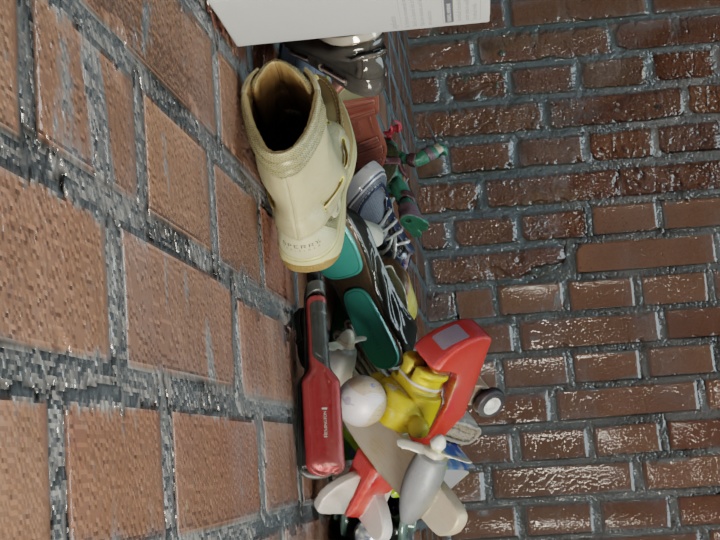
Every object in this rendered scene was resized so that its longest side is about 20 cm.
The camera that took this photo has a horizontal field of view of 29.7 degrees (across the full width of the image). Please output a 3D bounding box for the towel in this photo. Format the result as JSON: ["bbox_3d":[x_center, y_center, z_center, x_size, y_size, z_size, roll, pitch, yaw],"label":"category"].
[{"bbox_3d":[0.053,0.118,1.428,0.133,0.034,0.200,51,11,24],"label":"towel"}]

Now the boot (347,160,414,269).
[{"bbox_3d":[0.023,-0.051,1.495,0.090,0.073,0.200,44,-8,9],"label":"boot"}]

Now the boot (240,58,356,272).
[{"bbox_3d":[-0.051,-0.122,1.106,0.156,0.072,0.202,76,14,-52],"label":"boot"}]

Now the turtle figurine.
[{"bbox_3d":[0.049,-0.127,1.945,0.150,0.100,0.201,-44,-148,41],"label":"turtle figurine"}]

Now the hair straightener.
[{"bbox_3d":[-0.048,0.083,1.190,0.077,0.040,0.202,133,-50,-69],"label":"hair straightener"}]

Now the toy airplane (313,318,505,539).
[{"bbox_3d":[0.020,0.142,1.224,0.141,0.199,0.201,33,56,-44],"label":"toy airplane"}]

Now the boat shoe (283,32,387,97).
[{"bbox_3d":[-0.029,-0.194,1.180,0.200,0.066,0.058,-139,-145,-63],"label":"boat shoe"}]

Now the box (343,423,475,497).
[{"bbox_3d":[0.042,0.172,1.396,0.122,0.048,0.200,50,9,19],"label":"box"}]

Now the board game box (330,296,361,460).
[{"bbox_3d":[-0.007,0.100,1.532,0.201,0.029,0.136,-83,166,-62],"label":"board game box"}]

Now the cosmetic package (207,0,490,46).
[{"bbox_3d":[-0.011,-0.282,0.979,0.123,0.198,0.202,59,27,-82],"label":"cosmetic package"}]

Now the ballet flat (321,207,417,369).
[{"bbox_3d":[0.000,0.000,1.318,0.068,0.068,0.201,-45,118,-46],"label":"ballet flat"}]

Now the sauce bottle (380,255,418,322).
[{"bbox_3d":[0.034,0.041,1.526,0.200,0.065,0.067,62,24,-69],"label":"sauce bottle"}]

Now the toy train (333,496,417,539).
[{"bbox_3d":[0.013,0.278,1.380,0.200,0.084,0.115,16,81,-85],"label":"toy train"}]

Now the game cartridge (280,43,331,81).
[{"bbox_3d":[-0.045,-0.140,1.332,0.134,0.040,0.201,-93,175,-50],"label":"game cartridge"}]

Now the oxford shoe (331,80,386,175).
[{"bbox_3d":[-0.015,-0.159,1.479,0.201,0.070,0.074,94,-27,-52],"label":"oxford shoe"}]
